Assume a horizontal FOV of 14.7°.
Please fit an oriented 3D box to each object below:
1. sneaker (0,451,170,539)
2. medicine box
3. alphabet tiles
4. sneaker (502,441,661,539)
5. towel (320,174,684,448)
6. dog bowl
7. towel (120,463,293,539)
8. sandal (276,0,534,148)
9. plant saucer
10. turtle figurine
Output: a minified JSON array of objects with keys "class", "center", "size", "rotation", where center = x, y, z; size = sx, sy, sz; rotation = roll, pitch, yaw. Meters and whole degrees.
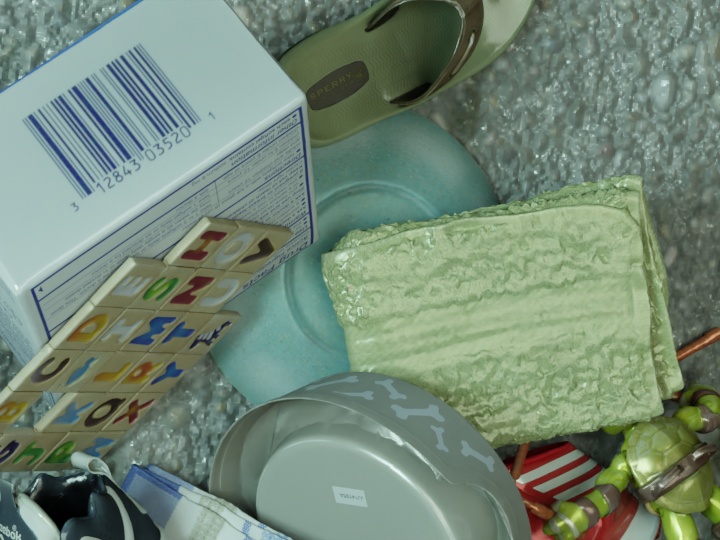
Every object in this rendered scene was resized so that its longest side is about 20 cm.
[{"class":"sneaker","center":[-0.187,0.180,1.504],"size":[0.199,0.079,0.130],"rotation":[-42,129,-26]},{"class":"medicine box","center":[-0.126,-0.038,1.502],"size":[0.182,0.200,0.103],"rotation":[-35,72,-12]},{"class":"alphabet tiles","center":[-0.126,0.043,1.518],"size":[0.200,0.167,0.008],"rotation":[-45,71,17]},{"class":"sneaker","center":[0.082,0.188,1.684],"size":[0.116,0.078,0.200],"rotation":[43,69,-10]},{"class":"towel","center":[0.084,0.031,1.622],"size":[0.200,0.036,0.149],"rotation":[-12,101,-7]},{"class":"dog bowl","center":[0.010,0.147,1.590],"size":[0.059,0.200,0.200],"rotation":[-41,110,-45]},{"class":"towel","center":[-0.084,0.208,1.576],"size":[0.147,0.200,0.024],"rotation":[-62,149,-5]},{"class":"sandal","center":[0.034,-0.133,1.622],"size":[0.201,0.057,0.080],"rotation":[-38,106,-25]},{"class":"plant saucer","center":[0.000,0.000,1.643],"size":[0.201,0.039,0.201],"rotation":[-2,96,-18]},{"class":"turtle figurine","center":[0.195,0.124,1.671],"size":[0.200,0.064,0.161],"rotation":[-34,87,-37]}]
